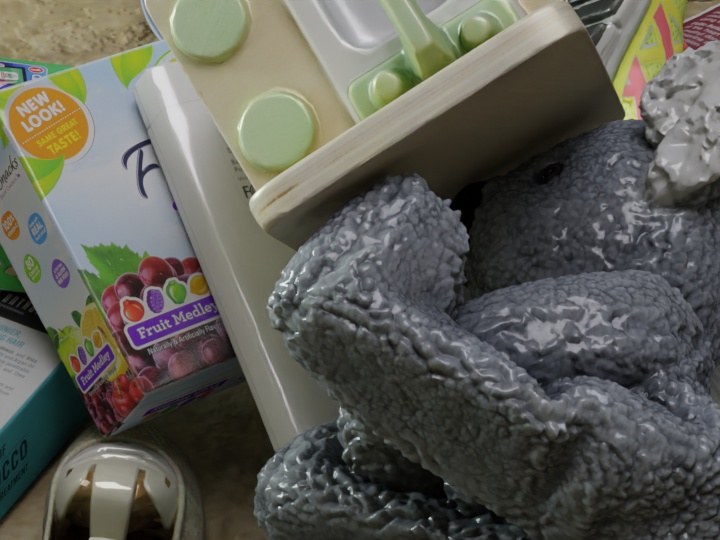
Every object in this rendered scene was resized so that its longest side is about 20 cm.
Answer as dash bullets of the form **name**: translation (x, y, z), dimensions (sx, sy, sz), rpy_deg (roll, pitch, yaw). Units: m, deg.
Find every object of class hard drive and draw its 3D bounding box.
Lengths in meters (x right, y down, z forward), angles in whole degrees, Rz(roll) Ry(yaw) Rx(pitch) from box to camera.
- **hard drive**: translation (0.000, 0.000, 1.123), dimensions (0.132, 0.027, 0.200), rpy_deg (-12, 70, -34)

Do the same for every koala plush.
- **koala plush**: translation (0.084, 0.023, 0.996), dimensions (0.183, 0.178, 0.200), rpy_deg (24, 52, 12)

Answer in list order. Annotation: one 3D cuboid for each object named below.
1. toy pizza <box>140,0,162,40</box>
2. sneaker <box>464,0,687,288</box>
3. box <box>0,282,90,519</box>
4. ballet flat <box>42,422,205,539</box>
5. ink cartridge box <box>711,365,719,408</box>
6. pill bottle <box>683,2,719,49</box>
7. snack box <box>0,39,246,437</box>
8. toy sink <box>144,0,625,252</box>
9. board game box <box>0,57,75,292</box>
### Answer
- **toy pizza**: translation (-0.013, -0.135, 1.402), dimensions (0.200, 0.032, 0.200), rpy_deg (2, 40, -2)
- **sneaker**: translation (0.109, -0.058, 1.159), dimensions (0.090, 0.078, 0.200), rpy_deg (31, 67, -22)
- **box**: translation (-0.187, 0.079, 1.117), dimensions (0.082, 0.049, 0.200), rpy_deg (20, 42, 18)
- **ballet flat**: translation (-0.095, 0.115, 1.077), dimensions (0.067, 0.062, 0.200), rpy_deg (4, 40, -2)
- **ink cartridge box**: translation (0.153, 0.049, 1.074), dimensions (0.050, 0.200, 0.162), rpy_deg (25, 14, -16)
- **pill bottle**: translation (0.181, -0.068, 1.281), dimensions (0.200, 0.114, 0.114), rpy_deg (-27, 50, -32)
- **snack box**: translation (-0.052, -0.031, 1.162), dimensions (0.200, 0.053, 0.142), rpy_deg (-21, 75, -35)
- **toy sink**: translation (0.008, -0.083, 1.009), dimensions (0.130, 0.200, 0.112), rpy_deg (-33, 80, 6)
- **board game box**: translation (-0.183, -0.050, 1.237), dimensions (0.134, 0.029, 0.200), rpy_deg (8, 25, -8)
